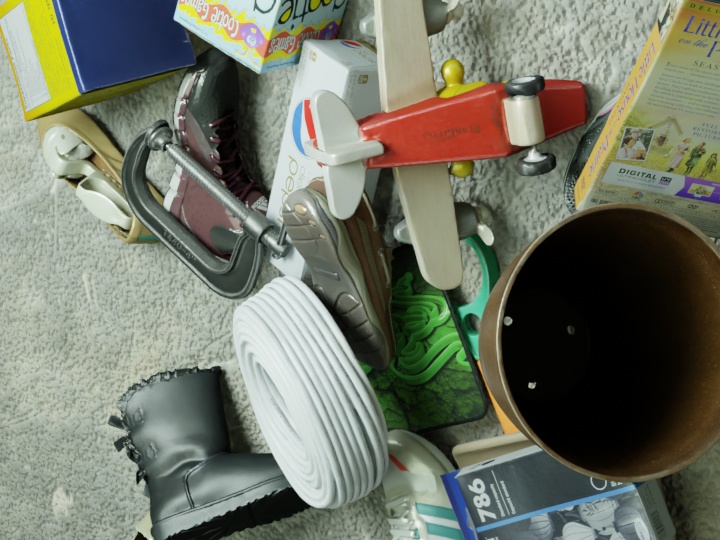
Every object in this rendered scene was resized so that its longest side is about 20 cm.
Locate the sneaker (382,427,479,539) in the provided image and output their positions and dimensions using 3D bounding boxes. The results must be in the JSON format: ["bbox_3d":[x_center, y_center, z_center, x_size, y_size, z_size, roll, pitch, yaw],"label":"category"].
[{"bbox_3d":[0.055,0.235,1.309,0.070,0.093,0.201,-33,85,54],"label":"sneaker"}]

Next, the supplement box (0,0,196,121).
[{"bbox_3d":[-0.239,-0.209,1.346,0.199,0.109,0.110,-4,103,63],"label":"supplement box"}]

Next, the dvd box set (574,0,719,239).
[{"bbox_3d":[0.245,-0.103,1.024,0.145,0.030,0.201,8,138,-10],"label":"dvd box set"}]

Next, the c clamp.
[{"bbox_3d":[-0.136,-0.061,1.329,0.199,0.027,0.172,37,139,20],"label":"c clamp"}]

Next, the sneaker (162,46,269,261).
[{"bbox_3d":[-0.110,-0.094,1.357,0.115,0.075,0.202,32,131,25],"label":"sneaker"}]

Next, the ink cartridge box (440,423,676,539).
[{"bbox_3d":[0.146,0.192,1.212,0.199,0.039,0.100,-25,87,39],"label":"ink cartridge box"}]

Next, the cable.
[{"bbox_3d":[-0.047,0.106,1.298,0.202,0.069,0.200,65,163,-2],"label":"cable"}]

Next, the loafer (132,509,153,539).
[{"bbox_3d":[-0.181,0.257,1.517,0.076,0.068,0.201,41,124,19],"label":"loafer"}]

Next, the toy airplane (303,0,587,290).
[{"bbox_3d":[0.051,-0.112,1.185,0.198,0.141,0.201,33,105,-9],"label":"toy airplane"}]

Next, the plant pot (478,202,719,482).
[{"bbox_3d":[0.162,0.054,1.117,0.200,0.185,0.189,163,86,-78],"label":"plant pot"}]

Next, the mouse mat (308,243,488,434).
[{"bbox_3d":[0.017,0.071,1.339,0.199,0.007,0.163,-20,91,44],"label":"mouse mat"}]

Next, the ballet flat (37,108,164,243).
[{"bbox_3d":[-0.263,-0.098,1.473,0.200,0.063,0.069,40,123,21],"label":"ballet flat"}]

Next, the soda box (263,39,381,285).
[{"bbox_3d":[-0.026,-0.091,1.287,0.068,0.063,0.202,39,126,42],"label":"soda box"}]

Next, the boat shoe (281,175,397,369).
[{"bbox_3d":[0.000,0.000,1.264,0.075,0.072,0.201,23,145,37],"label":"boat shoe"}]

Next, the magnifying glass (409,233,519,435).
[{"bbox_3d":[0.099,0.052,1.275,0.079,0.022,0.202,-22,91,39],"label":"magnifying glass"}]

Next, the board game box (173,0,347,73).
[{"bbox_3d":[-0.062,-0.280,1.240,0.103,0.105,0.202,34,122,23],"label":"board game box"}]

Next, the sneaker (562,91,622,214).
[{"bbox_3d":[0.206,-0.109,1.103,0.080,0.086,0.201,48,127,17],"label":"sneaker"}]

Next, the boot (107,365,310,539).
[{"bbox_3d":[-0.132,0.165,1.437,0.196,0.074,0.164,-20,61,1],"label":"boot"}]

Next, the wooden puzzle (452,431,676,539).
[{"bbox_3d":[0.181,0.221,1.247,0.184,0.046,0.202,-17,92,39],"label":"wooden puzzle"}]
